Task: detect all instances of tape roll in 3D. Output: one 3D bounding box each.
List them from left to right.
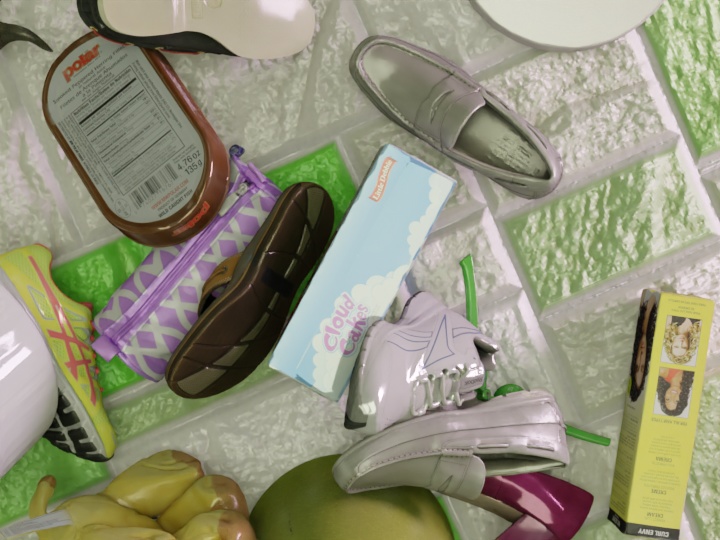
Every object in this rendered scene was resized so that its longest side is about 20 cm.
[{"bbox_3d":[0.173,-0.283,1.405,0.201,0.037,0.204,0,91,1],"label":"tape roll"}]

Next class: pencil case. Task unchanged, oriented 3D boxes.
[{"bbox_3d":[-0.134,-0.002,1.388,0.084,0.085,0.200,39,91,7],"label":"pencil case"}]

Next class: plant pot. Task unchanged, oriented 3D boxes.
[{"bbox_3d":[-0.011,0.252,1.339,0.186,0.200,0.188,0,92,0],"label":"plant pot"}]

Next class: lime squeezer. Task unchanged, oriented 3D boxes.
[{"bbox_3d":[0.124,0.088,1.423,0.071,0.038,0.200,-39,91,-31],"label":"lime squeezer"}]

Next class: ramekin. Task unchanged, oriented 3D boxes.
[{"bbox_3d":[-0.335,0.083,1.340,0.201,0.200,0.098,49,47,-1],"label":"ramekin"}]

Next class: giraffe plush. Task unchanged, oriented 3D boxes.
[{"bbox_3d":[-0.185,0.261,1.373,0.199,0.173,0.163,-6,114,-13],"label":"giraffe plush"}]

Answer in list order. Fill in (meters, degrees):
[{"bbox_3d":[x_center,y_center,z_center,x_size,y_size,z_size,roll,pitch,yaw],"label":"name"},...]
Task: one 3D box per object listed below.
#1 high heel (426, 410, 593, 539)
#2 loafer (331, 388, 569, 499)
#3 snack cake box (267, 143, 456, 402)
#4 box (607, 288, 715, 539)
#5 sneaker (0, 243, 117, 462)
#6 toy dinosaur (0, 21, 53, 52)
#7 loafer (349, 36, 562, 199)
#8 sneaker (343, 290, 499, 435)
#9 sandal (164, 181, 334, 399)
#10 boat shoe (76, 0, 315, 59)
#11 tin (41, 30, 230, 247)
[{"bbox_3d":[0.102,0.156,1.417,0.096,0.067,0.200,-40,90,-22],"label":"high heel"},{"bbox_3d":[0.075,0.147,1.337,0.199,0.070,0.070,-12,66,-19],"label":"loafer"},{"bbox_3d":[0.000,0.000,1.373,0.067,0.115,0.201,28,92,-3],"label":"snack cake box"},{"bbox_3d":[0.248,0.118,1.399,0.050,0.075,0.201,8,91,-3],"label":"box"},{"bbox_3d":[-0.245,0.066,1.397,0.090,0.078,0.201,-40,113,-38],"label":"sneaker"},{"bbox_3d":[-0.345,-0.217,1.398,0.199,0.077,0.103,28,103,-6],"label":"toy dinosaur"},{"bbox_3d":[0.080,-0.129,1.385,0.199,0.070,0.070,31,91,-1],"label":"loafer"},{"bbox_3d":[0.049,0.075,1.317,0.087,0.200,0.075,22,119,16],"label":"sneaker"},{"bbox_3d":[-0.094,0.013,1.345,0.054,0.082,0.201,22,80,39],"label":"sandal"},{"bbox_3d":[-0.130,-0.212,1.367,0.200,0.063,0.074,1,96,-33],"label":"boat shoe"},{"bbox_3d":[-0.184,-0.111,1.370,0.112,0.042,0.200,-36,66,2],"label":"tin"}]
